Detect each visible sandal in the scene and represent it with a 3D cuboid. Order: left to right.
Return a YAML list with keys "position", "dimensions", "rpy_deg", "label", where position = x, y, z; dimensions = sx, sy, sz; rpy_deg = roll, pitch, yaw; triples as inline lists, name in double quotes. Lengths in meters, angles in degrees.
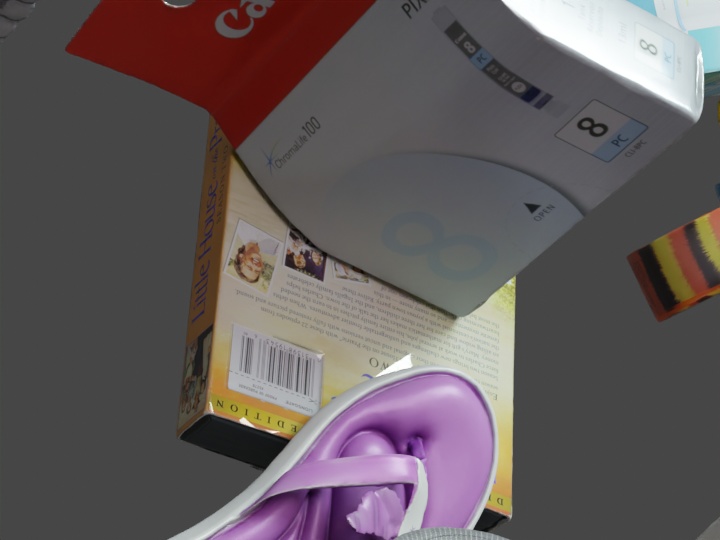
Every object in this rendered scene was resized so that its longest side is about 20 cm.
- position: [-0.014, 0.106, 0.869]
  dimensions: [0.202, 0.050, 0.083]
  rpy_deg: [-35, 104, -29]
  label: "sandal"

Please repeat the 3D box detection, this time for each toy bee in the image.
- position: [0.220, -0.042, 1.100]
  dimensions: [0.131, 0.109, 0.200]
  rpy_deg: [47, 51, -8]
  label: "toy bee"

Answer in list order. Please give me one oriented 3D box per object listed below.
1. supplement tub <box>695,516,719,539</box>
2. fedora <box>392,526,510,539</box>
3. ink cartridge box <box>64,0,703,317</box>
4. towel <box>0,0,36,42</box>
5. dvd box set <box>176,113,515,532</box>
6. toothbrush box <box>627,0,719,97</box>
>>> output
- position: [0.213, 0.194, 0.937]
  dimensions: [0.200, 0.144, 0.145]
  rpy_deg: [39, 49, -11]
  label: "supplement tub"
- position: [0.022, 0.186, 0.833]
  dimensions: [0.200, 0.090, 0.177]
  rpy_deg: [18, 67, -41]
  label: "fedora"
- position: [0.005, -0.071, 0.892]
  dimensions: [0.200, 0.160, 0.047]
  rpy_deg: [24, 50, -22]
  label: "ink cartridge box"
- position: [-0.183, -0.153, 0.824]
  dimensions: [0.165, 0.200, 0.086]
  rpy_deg: [27, 51, -21]
  label: "towel"
- position: [0.000, 0.000, 0.976]
  dimensions: [0.146, 0.029, 0.200]
  rpy_deg: [20, 54, -25]
  label: "dvd box set"
- position: [0.144, -0.157, 1.114]
  dimensions: [0.200, 0.085, 0.147]
  rpy_deg: [-13, 86, -38]
  label: "toothbrush box"
